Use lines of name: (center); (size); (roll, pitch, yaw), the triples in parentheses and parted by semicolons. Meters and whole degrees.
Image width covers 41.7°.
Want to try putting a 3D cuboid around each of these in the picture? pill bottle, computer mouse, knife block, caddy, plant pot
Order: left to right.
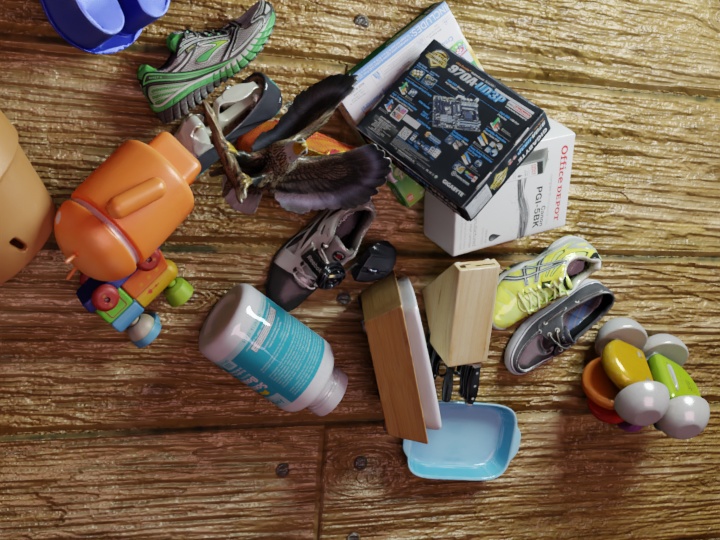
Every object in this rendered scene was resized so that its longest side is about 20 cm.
plant pot: (-0.443, -0.073, 1.072); (0.200, 0.200, 0.140); (-42, 129, -6)
caddy: (-0.310, -0.355, 1.095); (0.141, 0.104, 0.203); (-33, 113, -36)
pill bottle: (-0.111, 0.115, 1.268); (0.199, 0.111, 0.111); (38, 88, -22)
computer mouse: (0.000, 0.000, 1.260); (0.034, 0.199, 0.059); (43, 118, 14)
knife block: (0.146, 0.095, 1.328); (0.063, 0.200, 0.178); (-7, 75, -18)

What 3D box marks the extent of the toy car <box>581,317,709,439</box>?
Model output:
toy car: (0.432, 0.187, 1.474); (0.198, 0.177, 0.150); (19, 130, -23)

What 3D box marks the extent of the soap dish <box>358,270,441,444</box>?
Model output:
soap dish: (0.052, 0.120, 1.312); (0.080, 0.158, 0.203); (-11, 107, 1)

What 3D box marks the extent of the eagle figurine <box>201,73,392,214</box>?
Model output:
eagle figurine: (-0.079, -0.144, 1.161); (0.198, 0.151, 0.154); (-19, 125, -27)

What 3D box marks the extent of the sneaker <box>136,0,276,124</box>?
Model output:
sneaker: (-0.188, -0.272, 1.170); (0.199, 0.078, 0.086); (-39, 111, -7)

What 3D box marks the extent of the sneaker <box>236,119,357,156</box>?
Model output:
sneaker: (-0.064, -0.151, 1.235); (0.197, 0.077, 0.074); (11, 104, -6)

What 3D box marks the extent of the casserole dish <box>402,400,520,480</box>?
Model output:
casserole dish: (0.149, 0.253, 1.435); (0.197, 0.039, 0.123); (6, 100, -20)

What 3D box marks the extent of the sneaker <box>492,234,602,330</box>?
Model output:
sneaker: (0.270, 0.018, 1.404); (0.199, 0.076, 0.076); (-38, 114, -7)

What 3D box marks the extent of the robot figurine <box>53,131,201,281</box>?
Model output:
robot figurine: (-0.275, -0.071, 1.106); (0.201, 0.143, 0.117); (-50, 137, -21)

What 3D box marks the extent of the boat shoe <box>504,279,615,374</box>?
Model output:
boat shoe: (0.308, 0.091, 1.440); (0.199, 0.066, 0.070); (-36, 111, -9)

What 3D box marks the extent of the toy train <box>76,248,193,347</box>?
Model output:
toy train: (-0.254, -0.002, 1.211); (0.200, 0.084, 0.116); (-45, 124, -7)

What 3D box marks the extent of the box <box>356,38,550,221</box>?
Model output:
box: (0.114, -0.181, 1.200); (0.159, 0.199, 0.046); (-48, 151, -4)

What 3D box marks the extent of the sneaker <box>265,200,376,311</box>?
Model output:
sneaker: (-0.053, -0.024, 1.272); (0.074, 0.088, 0.201); (37, 89, -24)

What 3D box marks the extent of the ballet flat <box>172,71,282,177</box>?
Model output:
ballet flat: (-0.186, -0.184, 1.193); (0.199, 0.073, 0.074); (-38, 112, -11)

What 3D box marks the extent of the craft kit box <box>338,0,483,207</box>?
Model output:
craft kit box: (0.085, -0.227, 1.299); (0.199, 0.048, 0.199); (-38, 109, -8)

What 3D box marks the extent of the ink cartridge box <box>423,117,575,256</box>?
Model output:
ink cartridge box: (0.192, -0.120, 1.310); (0.197, 0.083, 0.149); (-15, 122, -24)
